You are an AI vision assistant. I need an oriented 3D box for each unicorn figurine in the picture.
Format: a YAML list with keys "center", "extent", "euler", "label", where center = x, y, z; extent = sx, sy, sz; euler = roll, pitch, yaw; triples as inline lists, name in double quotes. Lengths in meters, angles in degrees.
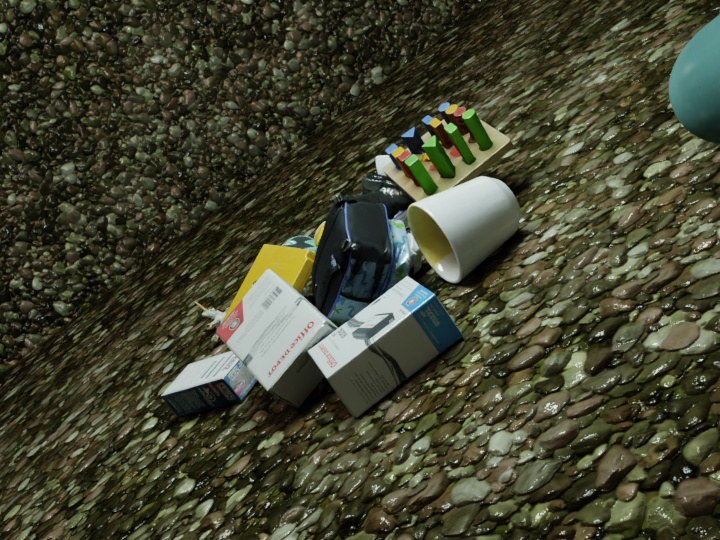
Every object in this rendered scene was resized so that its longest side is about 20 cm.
- center: [-0.299, 0.103, 2.072]
  extent: [0.200, 0.074, 0.137]
  euler: [-14, 14, 17]
  label: "unicorn figurine"

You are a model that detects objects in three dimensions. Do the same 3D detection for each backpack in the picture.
- center: [0.000, 0.000, 1.589]
  extent: [0.183, 0.147, 0.200]
  euler: [-100, 27, -53]
  label: "backpack"

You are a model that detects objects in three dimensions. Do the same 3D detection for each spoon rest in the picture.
- center: [0.090, -0.182, 1.919]
  extent: [0.099, 0.200, 0.061]
  euler: [1, 78, 29]
  label: "spoon rest"

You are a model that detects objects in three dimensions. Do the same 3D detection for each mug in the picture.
- center: [0.171, -0.093, 1.542]
  extent: [0.153, 0.187, 0.149]
  euler: [-31, -28, -14]
  label: "mug"

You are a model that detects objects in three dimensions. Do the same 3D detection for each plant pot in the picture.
- center: [0.531, -0.265, 1.280]
  extent: [0.201, 0.201, 0.161]
  euler: [-44, 8, -25]
  label: "plant pot"

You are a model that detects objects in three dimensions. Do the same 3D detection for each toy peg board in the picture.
- center: [0.141, -0.237, 1.718]
  extent: [0.200, 0.098, 0.199]
  euler: [-38, 36, -1]
  label: "toy peg board"

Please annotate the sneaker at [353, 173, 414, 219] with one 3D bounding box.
- center: [0.060, -0.129, 1.829]
  extent: [0.200, 0.104, 0.060]
  euler: [17, 26, 27]
  label: "sneaker"

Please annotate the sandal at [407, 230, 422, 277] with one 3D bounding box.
- center: [0.088, -0.018, 1.681]
  extent: [0.203, 0.050, 0.083]
  euler: [-43, 33, 27]
  label: "sandal"

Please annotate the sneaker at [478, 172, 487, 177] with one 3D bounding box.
- center: [0.218, -0.138, 1.729]
  extent: [0.079, 0.075, 0.200]
  euler: [-36, 8, 7]
  label: "sneaker"

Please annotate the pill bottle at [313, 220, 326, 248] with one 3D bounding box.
- center: [-0.037, -0.049, 1.889]
  extent: [0.113, 0.113, 0.200]
  euler: [-35, 18, 2]
  label: "pill bottle"

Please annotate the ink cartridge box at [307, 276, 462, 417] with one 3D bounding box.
- center: [0.033, 0.111, 1.387]
  extent: [0.200, 0.084, 0.145]
  euler: [-37, 18, -5]
  label: "ink cartridge box"

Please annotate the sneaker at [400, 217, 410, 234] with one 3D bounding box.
- center: [0.107, -0.069, 1.741]
  extent: [0.199, 0.076, 0.114]
  euler: [-26, 21, 37]
  label: "sneaker"

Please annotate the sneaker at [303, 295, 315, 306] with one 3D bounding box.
- center: [-0.085, 0.075, 1.711]
  extent: [0.200, 0.078, 0.070]
  euler: [-34, 17, 5]
  label: "sneaker"

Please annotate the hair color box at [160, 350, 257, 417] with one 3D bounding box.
- center: [-0.277, 0.211, 1.742]
  extent: [0.200, 0.061, 0.100]
  euler: [-20, 23, 42]
  label: "hair color box"

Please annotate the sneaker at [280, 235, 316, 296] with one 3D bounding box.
- center: [-0.137, 0.038, 1.848]
  extent: [0.078, 0.140, 0.200]
  euler: [12, 51, 10]
  label: "sneaker"

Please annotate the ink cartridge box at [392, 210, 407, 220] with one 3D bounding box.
- center: [0.085, -0.119, 1.971]
  extent: [0.099, 0.039, 0.200]
  euler: [-42, 20, -22]
  label: "ink cartridge box"

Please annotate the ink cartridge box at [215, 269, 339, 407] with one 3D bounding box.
- center: [-0.129, 0.111, 1.530]
  extent: [0.147, 0.083, 0.200]
  euler: [-50, 43, -1]
  label: "ink cartridge box"

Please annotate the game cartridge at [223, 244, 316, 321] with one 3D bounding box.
- center: [-0.169, 0.037, 1.726]
  extent: [0.200, 0.032, 0.176]
  euler: [10, 70, 57]
  label: "game cartridge"
